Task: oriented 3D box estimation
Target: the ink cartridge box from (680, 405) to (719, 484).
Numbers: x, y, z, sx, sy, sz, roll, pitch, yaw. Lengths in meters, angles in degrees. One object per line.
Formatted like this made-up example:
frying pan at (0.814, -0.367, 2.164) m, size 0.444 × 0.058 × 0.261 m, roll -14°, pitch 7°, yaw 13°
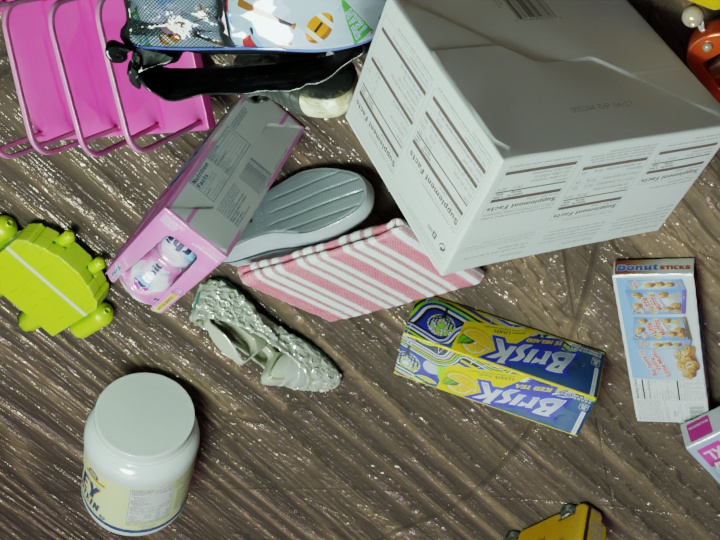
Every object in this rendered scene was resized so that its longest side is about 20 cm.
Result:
ink cartridge box at (0.424, 0.197, 0.959) m, size 0.119 × 0.042 × 0.200 m, roll -36°, pitch 114°, yaw 27°

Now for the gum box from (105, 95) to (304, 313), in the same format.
gum box at (-0.136, -0.062, 0.865) m, size 0.066 × 0.200 × 0.113 m, roll 39°, pitch 134°, yaw -15°

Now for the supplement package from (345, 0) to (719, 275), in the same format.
supplement package at (0.119, -0.104, 0.675) m, size 0.199 × 0.156 × 0.111 m, roll -11°, pitch 146°, yaw -29°

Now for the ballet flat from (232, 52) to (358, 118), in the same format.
ballet flat at (-0.050, -0.149, 0.784) m, size 0.200 × 0.066 × 0.057 m, roll 39°, pitch 145°, yaw 59°

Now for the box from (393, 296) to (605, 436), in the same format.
box at (0.140, 0.095, 0.991) m, size 0.199 × 0.064 × 0.070 m, roll 18°, pitch 137°, yaw 7°

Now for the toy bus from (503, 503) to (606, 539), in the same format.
toy bus at (0.230, 0.357, 1.201) m, size 0.078 × 0.065 × 0.200 m, roll 35°, pitch 136°, yaw -11°

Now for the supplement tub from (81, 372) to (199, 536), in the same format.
supplement tub at (-0.286, 0.239, 1.267) m, size 0.145 × 0.145 × 0.200 m, roll 23°, pitch 137°, yaw 3°

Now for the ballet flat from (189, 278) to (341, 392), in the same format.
ballet flat at (-0.113, 0.091, 1.103) m, size 0.200 × 0.072 × 0.072 m, roll 39°, pitch 135°, yaw -15°

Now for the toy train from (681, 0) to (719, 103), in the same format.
toy train at (0.286, -0.197, 0.653) m, size 0.150 × 0.056 × 0.200 m, roll 39°, pitch 138°, yaw -16°

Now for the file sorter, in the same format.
file sorter at (-0.254, -0.171, 0.844) m, size 0.199 × 0.125 × 0.140 m, roll 0°, pitch 112°, yaw 25°

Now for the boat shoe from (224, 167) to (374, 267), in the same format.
boat shoe at (-0.063, -0.047, 0.956) m, size 0.199 × 0.074 × 0.067 m, roll -10°, pitch 154°, yaw 31°

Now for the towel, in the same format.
towel at (0.000, 0.000, 0.946) m, size 0.199 × 0.030 × 0.146 m, roll -16°, pitch 153°, yaw 32°

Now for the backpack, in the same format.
backpack at (-0.062, -0.219, 0.707) m, size 0.190 × 0.200 × 0.155 m, roll 11°, pitch 122°, yaw 10°

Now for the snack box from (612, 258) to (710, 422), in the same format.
snack box at (0.289, 0.072, 0.928) m, size 0.072 × 0.024 × 0.200 m, roll -1°, pitch 131°, yaw 24°

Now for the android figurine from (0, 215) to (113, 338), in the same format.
android figurine at (-0.376, 0.010, 1.162) m, size 0.182 × 0.041 × 0.200 m, roll 44°, pitch 134°, yaw -18°
